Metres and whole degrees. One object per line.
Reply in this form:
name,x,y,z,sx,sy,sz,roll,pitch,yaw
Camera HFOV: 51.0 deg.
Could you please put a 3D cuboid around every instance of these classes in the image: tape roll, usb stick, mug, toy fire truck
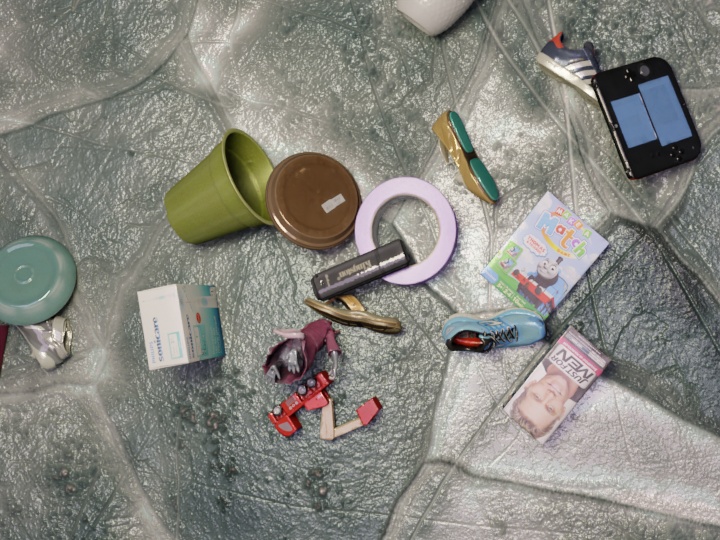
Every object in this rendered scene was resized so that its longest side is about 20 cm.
tape roll,0.090,-0.075,1.458,0.195,0.066,0.206,0,88,10
usb stick,0.000,0.000,1.424,0.196,0.033,0.057,-23,82,11
mug,0.137,-0.558,1.438,0.177,0.146,0.200,-55,50,12
toy fire truck,-0.071,0.279,1.484,0.199,0.049,0.142,-39,81,7

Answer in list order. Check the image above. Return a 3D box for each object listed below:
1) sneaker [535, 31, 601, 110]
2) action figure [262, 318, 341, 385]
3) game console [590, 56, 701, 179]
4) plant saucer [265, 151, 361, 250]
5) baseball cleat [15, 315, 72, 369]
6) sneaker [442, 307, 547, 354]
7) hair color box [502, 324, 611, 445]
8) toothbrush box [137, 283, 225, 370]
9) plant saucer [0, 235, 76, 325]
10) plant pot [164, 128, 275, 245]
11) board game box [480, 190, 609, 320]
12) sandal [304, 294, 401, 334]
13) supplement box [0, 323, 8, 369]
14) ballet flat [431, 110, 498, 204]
sneaker,0.425,-0.369,1.397,0.199,0.075,0.085,39,100,10
action figure,-0.107,0.134,1.432,0.131,0.200,0.152,9,118,29
game console,0.517,-0.277,1.357,0.174,0.031,0.204,-17,84,-23
plant saucer,-0.087,-0.141,1.463,0.195,0.029,0.205,6,71,-18
baseball cleat,-0.685,0.108,1.611,0.105,0.070,0.202,-33,89,-3
sneaker,0.247,0.126,1.397,0.195,0.090,0.080,-8,110,16
hair color box,0.361,0.210,1.396,0.099,0.060,0.201,38,96,10
toothbrush box,-0.344,0.106,1.468,0.083,0.200,0.150,-11,85,10
plant saucer,-0.702,0.013,1.586,0.195,0.036,0.205,1,68,-3
plant pot,-0.279,-0.144,1.487,0.187,0.199,0.204,-24,83,22
board game box,0.344,-0.022,1.420,0.151,0.037,0.201,40,95,10
sandal,-0.012,0.077,1.470,0.195,0.080,0.055,12,74,10
supplement box,-0.880,0.160,1.621,0.195,0.103,0.134,12,90,12
ballet flat,0.199,-0.208,1.452,0.063,0.068,0.204,-31,79,36
